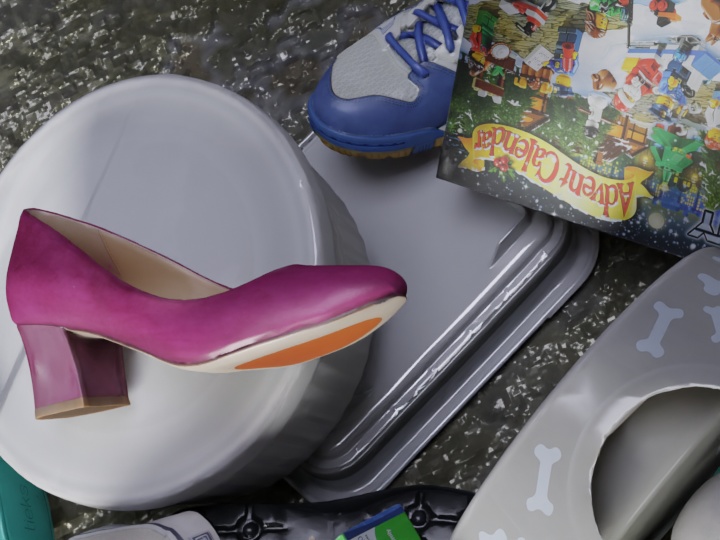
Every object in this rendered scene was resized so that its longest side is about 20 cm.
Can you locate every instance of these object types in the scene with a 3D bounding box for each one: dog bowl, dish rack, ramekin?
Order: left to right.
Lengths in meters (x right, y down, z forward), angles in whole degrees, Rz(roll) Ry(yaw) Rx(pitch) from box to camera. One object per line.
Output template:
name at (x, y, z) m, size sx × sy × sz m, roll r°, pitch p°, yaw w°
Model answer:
ramekin at (-0.085, 0.017, 0.984) m, size 0.201 × 0.094 × 0.204 m, roll -8°, pitch 73°, yaw 26°
dish rack at (0.000, 0.000, 1.043) m, size 0.200 × 0.044 × 0.171 m, roll -46°, pitch 60°, yaw -7°
dog bowl at (0.108, 0.076, 0.836) m, size 0.059 × 0.200 × 0.200 m, roll 40°, pitch 81°, yaw 15°

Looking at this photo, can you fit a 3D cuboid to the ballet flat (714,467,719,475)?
ballet flat at (0.178, 0.054, 0.952) m, size 0.198 × 0.071 × 0.066 m, roll -9°, pitch 34°, yaw 11°

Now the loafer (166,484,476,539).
loafer at (0.003, 0.137, 0.954) m, size 0.199 × 0.070 × 0.069 m, roll -1°, pitch 66°, yaw 13°

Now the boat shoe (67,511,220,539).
boat shoe at (-0.122, 0.153, 0.923) m, size 0.069 × 0.200 × 0.071 m, roll -16°, pitch 85°, yaw -29°

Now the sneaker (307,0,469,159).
sneaker at (0.056, -0.131, 1.035) m, size 0.199 × 0.088 × 0.075 m, roll -31°, pitch 57°, yaw -20°

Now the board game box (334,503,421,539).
board game box at (-0.008, 0.196, 0.848) m, size 0.034 × 0.200 × 0.136 m, roll -22°, pitch 74°, yaw -39°

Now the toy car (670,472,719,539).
toy car at (0.203, 0.151, 0.839) m, size 0.198 × 0.176 × 0.150 m, roll 14°, pitch 31°, yaw 14°

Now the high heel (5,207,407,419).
high heel at (-0.072, -0.001, 0.885) m, size 0.199 × 0.067 × 0.097 m, roll -15°, pitch 80°, yaw 28°

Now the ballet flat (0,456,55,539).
ballet flat at (-0.196, 0.076, 1.067) m, size 0.072 × 0.068 × 0.202 m, roll -24°, pitch 61°, yaw 28°

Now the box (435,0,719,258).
box at (0.141, -0.081, 0.953) m, size 0.199 × 0.038 × 0.138 m, roll 18°, pitch 114°, yaw 19°
